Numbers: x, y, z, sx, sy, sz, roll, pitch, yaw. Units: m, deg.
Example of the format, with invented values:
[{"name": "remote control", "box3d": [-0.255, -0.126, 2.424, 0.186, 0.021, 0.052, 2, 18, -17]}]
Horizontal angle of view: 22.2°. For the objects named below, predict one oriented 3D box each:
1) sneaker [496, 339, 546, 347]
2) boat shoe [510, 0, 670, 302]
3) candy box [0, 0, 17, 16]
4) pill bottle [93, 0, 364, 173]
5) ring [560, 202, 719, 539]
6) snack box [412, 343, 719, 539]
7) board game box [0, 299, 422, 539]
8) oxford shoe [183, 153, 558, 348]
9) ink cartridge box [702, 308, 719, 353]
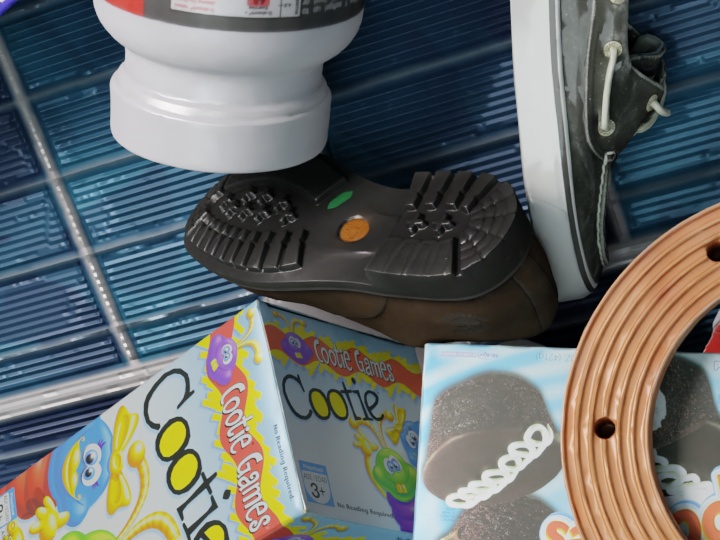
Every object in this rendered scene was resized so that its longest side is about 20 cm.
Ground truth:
[{"name": "sneaker", "box3d": [0.109, 0.115, 0.805, 0.200, 0.075, 0.081, 66, 157, 18]}, {"name": "boat shoe", "box3d": [0.097, -0.078, 0.767, 0.064, 0.071, 0.200, -4, 117, 6]}, {"name": "candy box", "box3d": [-0.261, -0.141, 0.823, 0.200, 0.077, 0.169, -36, 105, 22]}, {"name": "pill bottle", "box3d": [-0.052, -0.149, 0.755, 0.116, 0.116, 0.200, 11, 114, 11]}, {"name": "ring", "box3d": [0.177, 0.064, 0.703, 0.200, 0.019, 0.201, -3, 77, 14]}, {"name": "snack box", "box3d": [0.122, 0.092, 0.741, 0.200, 0.037, 0.116, 1, 79, 15]}, {"name": "board game box", "box3d": [-0.067, 0.115, 0.842, 0.105, 0.103, 0.200, 18, 137, -43]}, {"name": "oxford shoe", "box3d": [0.000, 0.000, 0.806, 0.200, 0.073, 0.084, 14, 152, 43]}, {"name": "ink cartridge box", "box3d": [0.229, 0.038, 0.754, 0.161, 0.050, 0.200, 26, 109, 4]}]
